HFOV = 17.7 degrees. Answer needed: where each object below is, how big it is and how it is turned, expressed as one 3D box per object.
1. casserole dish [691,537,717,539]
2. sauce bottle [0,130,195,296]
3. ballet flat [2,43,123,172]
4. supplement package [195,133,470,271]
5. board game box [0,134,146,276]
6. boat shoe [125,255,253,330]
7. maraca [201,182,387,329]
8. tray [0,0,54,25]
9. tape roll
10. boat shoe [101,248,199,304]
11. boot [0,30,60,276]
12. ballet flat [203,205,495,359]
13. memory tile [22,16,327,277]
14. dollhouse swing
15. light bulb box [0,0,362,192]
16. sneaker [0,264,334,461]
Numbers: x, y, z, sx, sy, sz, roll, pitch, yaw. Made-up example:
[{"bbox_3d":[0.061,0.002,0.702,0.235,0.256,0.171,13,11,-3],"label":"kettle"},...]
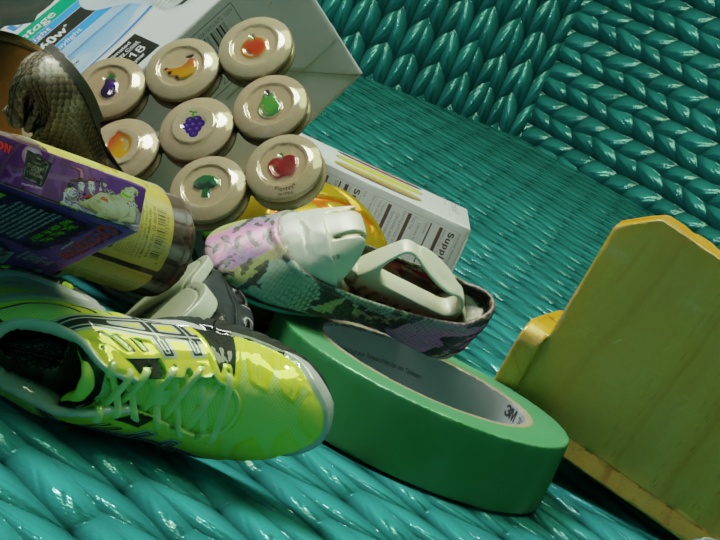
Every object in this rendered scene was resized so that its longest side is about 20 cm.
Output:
[{"bbox_3d":[0.232,0.201,1.318,0.121,0.039,0.200,24,10,-2],"label":"casserole dish"},{"bbox_3d":[-0.178,-0.039,1.239,0.200,0.065,0.065,22,8,-45],"label":"sauce bottle"},{"bbox_3d":[-0.160,-0.050,1.333,0.067,0.046,0.200,40,-18,34],"label":"ballet flat"},{"bbox_3d":[-0.029,-0.031,1.739,0.199,0.110,0.114,24,9,-3],"label":"supplement package"},{"bbox_3d":[-0.206,-0.025,1.152,0.120,0.032,0.200,24,-25,-27],"label":"board game box"},{"bbox_3d":[-0.092,0.040,1.305,0.066,0.074,0.199,51,-7,-10],"label":"boat shoe"},{"bbox_3d":[-0.041,-0.008,1.554,0.137,0.107,0.200,11,4,-1],"label":"maraca"},{"bbox_3d":[-0.238,-0.156,1.394,0.107,0.022,0.200,-8,7,-11],"label":"tray"},{"bbox_3d":[0.030,0.083,1.431,0.200,0.048,0.200,24,9,-4],"label":"tape roll"},{"bbox_3d":[-0.163,-0.028,1.500,0.200,0.067,0.057,27,13,36],"label":"boat shoe"},{"bbox_3d":[-0.214,-0.061,1.354,0.155,0.074,0.200,50,28,15],"label":"boot"},{"bbox_3d":[0.000,0.000,1.420,0.200,0.071,0.069,21,44,-31],"label":"ballet flat"},{"bbox_3d":[-0.127,-0.081,1.460,0.017,0.199,0.154,67,8,-55],"label":"memory tile"},{"bbox_3d":[0.217,0.067,1.536,0.200,0.176,0.182,34,11,12],"label":"dollhouse swing"},{"bbox_3d":[-0.145,-0.139,1.626,0.200,0.198,0.125,26,-25,52],"label":"light bulb box"},{"bbox_3d":[-0.111,0.059,1.145,0.199,0.076,0.076,13,17,-6],"label":"sneaker"}]
